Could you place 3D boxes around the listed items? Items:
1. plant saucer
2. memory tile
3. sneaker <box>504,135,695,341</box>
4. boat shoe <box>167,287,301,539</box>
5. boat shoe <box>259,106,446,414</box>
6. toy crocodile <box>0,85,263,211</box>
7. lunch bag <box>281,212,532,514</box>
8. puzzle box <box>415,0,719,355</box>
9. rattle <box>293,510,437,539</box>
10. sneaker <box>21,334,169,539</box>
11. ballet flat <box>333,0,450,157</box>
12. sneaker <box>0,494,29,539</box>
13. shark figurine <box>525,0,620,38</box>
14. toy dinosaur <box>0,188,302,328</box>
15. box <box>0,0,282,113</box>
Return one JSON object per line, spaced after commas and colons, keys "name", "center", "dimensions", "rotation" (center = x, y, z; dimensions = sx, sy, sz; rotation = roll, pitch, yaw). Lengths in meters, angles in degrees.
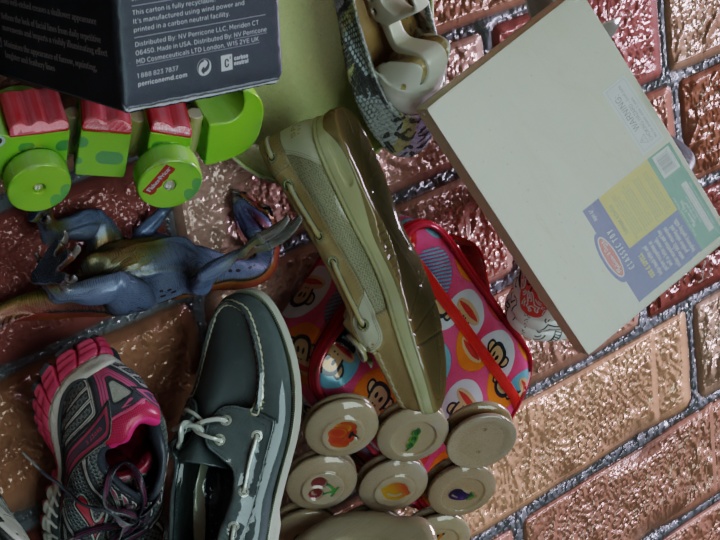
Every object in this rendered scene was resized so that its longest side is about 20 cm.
{"name": "plant saucer", "center": [-0.036, -0.156, 1.082], "dimensions": [0.199, 0.031, 0.202], "rotation": [-13, 112, -36]}
{"name": "memory tile", "center": [0.014, 0.164, 1.147], "dimensions": [0.152, 0.017, 0.201], "rotation": [6, 127, -20]}
{"name": "sneaker", "center": [0.171, -0.025, 1.220], "dimensions": [0.201, 0.067, 0.109], "rotation": [-39, 154, -46]}
{"name": "boat shoe", "center": [-0.085, 0.112, 1.042], "dimensions": [0.061, 0.072, 0.202], "rotation": [3, 92, -51]}
{"name": "boat shoe", "center": [-0.001, 0.000, 1.062], "dimensions": [0.073, 0.063, 0.202], "rotation": [-51, 121, -69]}
{"name": "toy crocodile", "center": [-0.153, -0.079, 0.952], "dimensions": [0.198, 0.068, 0.062], "rotation": [-3, 138, -18]}
{"name": "lunch bag", "center": [0.037, 0.055, 1.180], "dimensions": [0.177, 0.082, 0.200], "rotation": [-55, 131, -19]}
{"name": "puzzle box", "center": [0.142, -0.063, 1.096], "dimensions": [0.133, 0.025, 0.201], "rotation": [-37, 104, -12]}
{"name": "rattle", "center": [-0.034, 0.241, 1.136], "dimensions": [0.198, 0.143, 0.131], "rotation": [-19, 86, -7]}
{"name": "sneaker", "center": [-0.152, 0.137, 1.025], "dimensions": [0.080, 0.074, 0.201], "rotation": [-33, 141, -27]}
{"name": "ballet flat", "center": [0.021, -0.156, 1.065], "dimensions": [0.072, 0.072, 0.202], "rotation": [-34, 123, -27]}
{"name": "sneaker", "center": [-0.231, 0.138, 0.969], "dimensions": [0.075, 0.087, 0.201], "rotation": [-38, 123, -23]}
{"name": "shark figurine", "center": [0.112, -0.102, 1.179], "dimensions": [0.129, 0.089, 0.215], "rotation": [-57, 162, -20]}
{"name": "toy dinosaur", "center": [-0.133, -0.010, 1.040], "dimensions": [0.200, 0.106, 0.181], "rotation": [-40, 146, 19]}
{"name": "box", "center": [-0.131, -0.203, 0.909], "dimensions": [0.106, 0.148, 0.202], "rotation": [-17, 114, -36]}
